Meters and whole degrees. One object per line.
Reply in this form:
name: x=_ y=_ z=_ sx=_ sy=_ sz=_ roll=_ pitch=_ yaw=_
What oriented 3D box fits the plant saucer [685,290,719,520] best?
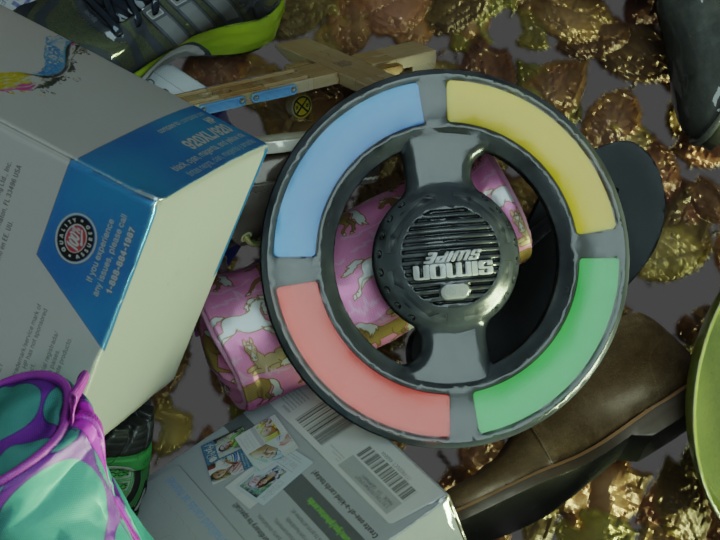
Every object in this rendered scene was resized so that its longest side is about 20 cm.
plant saucer: x=0.256 y=0.069 z=1.067 sx=0.199 sy=0.031 sz=0.202 roll=-5 pitch=98 yaw=-35

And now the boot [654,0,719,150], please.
boot: x=0.143 y=-0.179 z=1.099 sx=0.199 sy=0.073 sz=0.183 roll=17 pitch=64 yaw=-15

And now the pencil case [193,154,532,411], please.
pencil case: x=0.000 y=0.000 z=1.025 sx=0.199 sy=0.083 sz=0.087 roll=-26 pitch=88 yaw=-7

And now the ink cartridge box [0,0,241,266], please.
ink cartridge box: x=-0.167 y=-0.039 z=1.030 sx=0.199 sy=0.041 sz=0.200 roll=32 pitch=76 yaw=-5

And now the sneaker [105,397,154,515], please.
sneaker: x=-0.208 y=0.099 z=0.970 sx=0.198 sy=0.078 sz=0.086 roll=9 pitch=112 yaw=12

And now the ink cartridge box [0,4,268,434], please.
ink cartridge box: x=-0.178 y=-0.030 z=0.881 sx=0.199 sy=0.145 sz=0.148 roll=28 pitch=112 yaw=9

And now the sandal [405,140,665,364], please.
sandal: x=0.112 y=0.004 z=1.077 sx=0.076 sy=0.043 sz=0.200 roll=44 pitch=76 yaw=-2

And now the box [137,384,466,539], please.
box: x=-0.066 y=0.149 z=0.966 sx=0.199 sy=0.156 sz=0.041 roll=-33 pitch=126 yaw=-15

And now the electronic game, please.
electronic game: x=0.045 y=-0.007 z=0.969 sx=0.198 sy=0.042 sz=0.202 roll=0 pitch=87 yaw=-8

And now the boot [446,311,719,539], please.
boot: x=0.110 y=0.093 z=1.057 sx=0.199 sy=0.074 sz=0.076 roll=-28 pitch=72 yaw=-21

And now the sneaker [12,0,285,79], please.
sneaker: x=-0.112 y=-0.154 z=1.003 sx=0.074 sy=0.081 sz=0.199 roll=47 pitch=47 yaw=16

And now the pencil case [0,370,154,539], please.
pencil case: x=-0.112 y=0.142 z=0.805 sx=0.092 sy=0.085 sz=0.201 roll=-22 pitch=117 yaw=16

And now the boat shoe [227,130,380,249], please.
boat shoe: x=-0.081 y=-0.039 z=0.998 sx=0.199 sy=0.072 sz=0.060 roll=-9 pitch=93 yaw=-16

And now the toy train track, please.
toy train track: x=-0.044 y=-0.094 z=1.028 sx=0.199 sy=0.115 sz=0.033 roll=-16 pitch=118 yaw=-30
